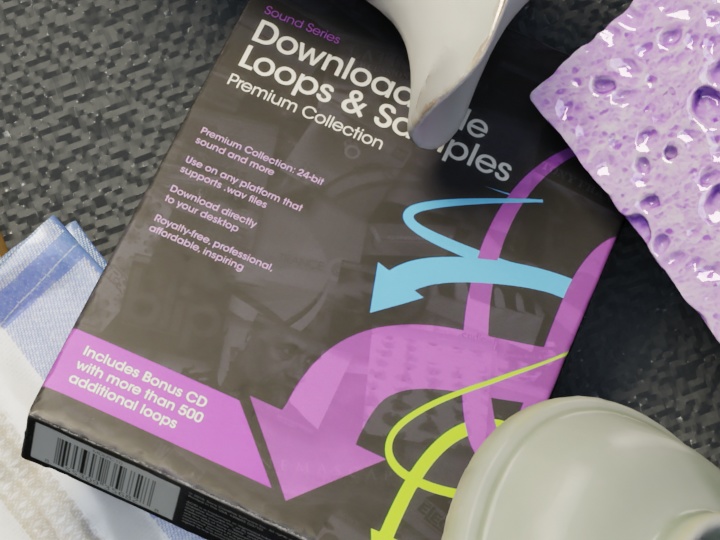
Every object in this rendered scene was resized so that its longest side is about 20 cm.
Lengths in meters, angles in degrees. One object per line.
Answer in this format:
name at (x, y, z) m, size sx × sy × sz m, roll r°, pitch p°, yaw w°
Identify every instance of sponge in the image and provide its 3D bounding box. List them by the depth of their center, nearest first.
sponge at (0.153, -0.012, 0.908) m, size 0.111 × 0.030 × 0.200 m, roll -40°, pitch 75°, yaw 14°

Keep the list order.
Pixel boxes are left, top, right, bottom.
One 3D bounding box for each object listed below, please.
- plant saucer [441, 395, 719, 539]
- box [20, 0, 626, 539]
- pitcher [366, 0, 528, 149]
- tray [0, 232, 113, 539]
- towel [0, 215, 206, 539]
plant saucer at (0.100, 0.129, 0.882) m, size 0.050 × 0.200 × 0.201 m, roll -21°, pitch 82°, yaw 35°
box at (0.000, 0.000, 0.939) m, size 0.142 × 0.036 × 0.201 m, roll 23°, pitch 59°, yaw 3°
pitcher at (0.008, -0.164, 0.945) m, size 0.200 × 0.121 × 0.171 m, roll 45°, pitch 68°, yaw 8°
tray at (-0.137, 0.072, 0.970) m, size 0.098 × 0.037 × 0.201 m, roll -22°, pitch 82°, yaw -2°
towel at (-0.126, 0.096, 0.938) m, size 0.200 × 0.024 × 0.147 m, roll -39°, pitch 85°, yaw -4°
